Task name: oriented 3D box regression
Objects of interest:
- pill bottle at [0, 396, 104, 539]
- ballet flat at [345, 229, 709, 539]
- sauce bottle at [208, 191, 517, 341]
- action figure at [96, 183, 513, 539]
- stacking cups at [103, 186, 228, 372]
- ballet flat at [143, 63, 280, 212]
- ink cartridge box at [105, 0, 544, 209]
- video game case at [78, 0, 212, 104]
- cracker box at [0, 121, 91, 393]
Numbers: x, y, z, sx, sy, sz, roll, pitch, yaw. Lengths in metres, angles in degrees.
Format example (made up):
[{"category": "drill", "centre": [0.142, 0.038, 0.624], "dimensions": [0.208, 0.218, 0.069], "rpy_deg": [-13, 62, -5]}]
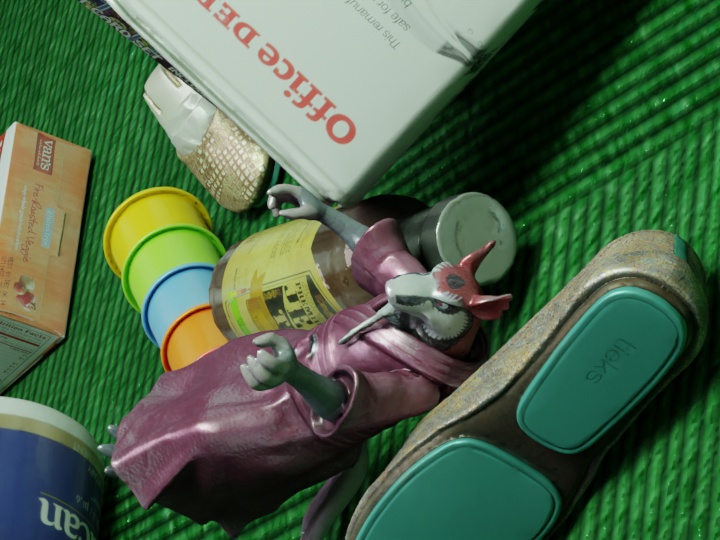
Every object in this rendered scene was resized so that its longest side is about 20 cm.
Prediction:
[{"category": "pill bottle", "centre": [-0.193, 0.175, 1.459], "dimensions": [0.111, 0.111, 0.200], "rpy_deg": [-42, 36, 44]}, {"category": "ballet flat", "centre": [0.068, 0.056, 1.099], "dimensions": [0.200, 0.068, 0.067], "rpy_deg": [-44, 14, 32]}, {"category": "sauce bottle", "centre": [0.000, 0.000, 1.263], "dimensions": [0.200, 0.065, 0.065], "rpy_deg": [-18, 54, 61]}, {"category": "action figure", "centre": [-0.007, 0.052, 1.154], "dimensions": [0.200, 0.149, 0.134], "rpy_deg": [-27, 27, 37]}, {"category": "stacking cups", "centre": [-0.078, 0.024, 1.414], "dimensions": [0.061, 0.060, 0.200], "rpy_deg": [-61, 27, 15]}, {"category": "ballet flat", "centre": [-0.089, -0.102, 1.526], "dimensions": [0.071, 0.065, 0.200], "rpy_deg": [-57, 27, 24]}, {"category": "ink cartridge box", "centre": [0.009, -0.146, 1.203], "dimensions": [0.200, 0.146, 0.085], "rpy_deg": [-47, -1, 9]}, {"category": "video game case", "centre": [-0.066, -0.138, 1.350], "dimensions": [0.181, 0.200, 0.036], "rpy_deg": [-14, 42, 60]}, {"category": "cracker box", "centre": [-0.241, 0.014, 1.750], "dimensions": [0.200, 0.058, 0.134], "rpy_deg": [-38, 39, 47]}]
